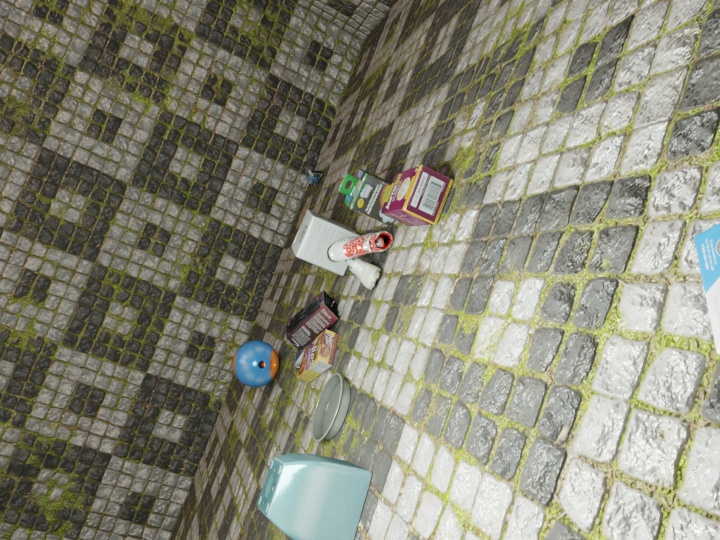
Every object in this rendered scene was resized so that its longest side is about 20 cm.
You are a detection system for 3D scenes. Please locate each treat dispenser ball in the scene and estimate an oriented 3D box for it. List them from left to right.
[{"bbox_3d":[-0.455,0.407,2.499,0.201,0.200,0.202,-56,20,33],"label":"treat dispenser ball"}]

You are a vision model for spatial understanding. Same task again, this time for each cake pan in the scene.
[{"bbox_3d":[-0.083,0.396,1.642,0.201,0.037,0.201,-56,20,32],"label":"cake pan"}]

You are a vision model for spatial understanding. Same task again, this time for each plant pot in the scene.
[{"bbox_3d":[-0.122,0.523,1.319,0.196,0.199,0.197,-25,45,66],"label":"plant pot"}]

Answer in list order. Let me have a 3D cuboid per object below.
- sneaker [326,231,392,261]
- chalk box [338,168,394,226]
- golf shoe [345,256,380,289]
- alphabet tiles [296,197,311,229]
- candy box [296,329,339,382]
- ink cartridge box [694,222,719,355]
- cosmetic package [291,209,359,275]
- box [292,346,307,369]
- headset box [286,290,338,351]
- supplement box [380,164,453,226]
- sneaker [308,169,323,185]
[{"bbox_3d":[0.002,-0.077,1.752,0.108,0.200,0.068,-4,101,63],"label":"sneaker"},{"bbox_3d":[0.028,-0.244,1.834,0.126,0.199,0.124,-63,17,11],"label":"chalk box"},{"bbox_3d":[0.000,0.000,1.791,0.079,0.097,0.200,-64,18,6],"label":"golf shoe"},{"bbox_3d":[-0.341,-0.342,3.441,0.200,0.006,0.168,-35,36,61],"label":"alphabet tiles"},{"bbox_3d":[-0.145,0.292,1.939,0.200,0.056,0.117,-43,28,51],"label":"candy box"},{"bbox_3d":[0.423,-0.008,0.509,0.200,0.085,0.147,-48,25,52],"label":"ink cartridge box"},{"bbox_3d":[-0.133,-0.106,2.155,0.168,0.199,0.166,-65,17,7],"label":"cosmetic package"},{"bbox_3d":[-0.193,0.251,2.148,0.159,0.048,0.201,-55,21,31],"label":"box"},{"bbox_3d":[-0.162,0.168,2.002,0.200,0.077,0.149,-41,16,9],"label":"headset box"},{"bbox_3d":[0.151,-0.201,1.567,0.132,0.103,0.200,-69,16,-4],"label":"supplement box"},{"bbox_3d":[-0.267,-0.547,3.403,0.200,0.078,0.091,-128,43,-75],"label":"sneaker"}]
